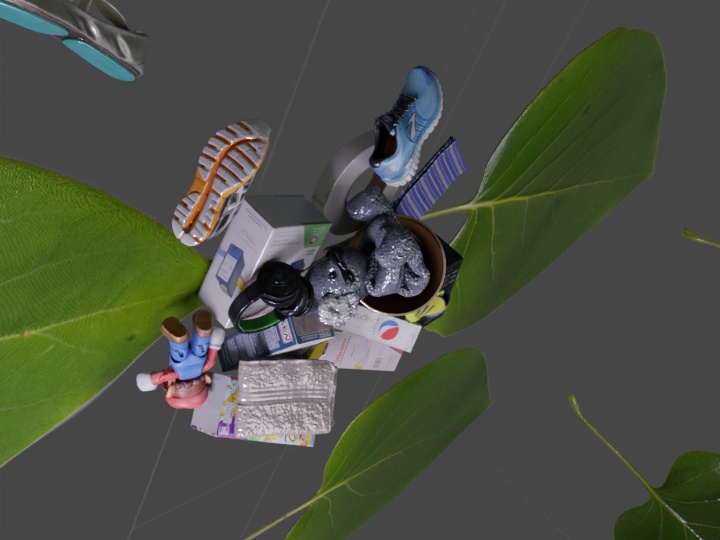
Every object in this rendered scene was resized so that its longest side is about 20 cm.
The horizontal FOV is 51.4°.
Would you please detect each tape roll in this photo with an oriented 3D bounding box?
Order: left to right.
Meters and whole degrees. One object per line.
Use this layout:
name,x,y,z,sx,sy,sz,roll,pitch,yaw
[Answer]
tape roll,0.000,-0.152,1.317,0.202,0.037,0.203,-37,153,-23

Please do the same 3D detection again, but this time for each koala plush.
koala plush,0.000,0.000,1.274,0.199,0.178,0.184,-31,135,-1

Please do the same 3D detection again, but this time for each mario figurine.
mario figurine,-0.297,0.143,1.236,0.106,0.123,0.201,-81,-174,-50

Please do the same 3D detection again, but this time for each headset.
headset,-0.107,0.040,1.152,0.200,0.094,0.124,-37,156,3

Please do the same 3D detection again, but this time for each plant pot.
plant pot,0.073,-0.024,1.459,0.187,0.186,0.200,-53,180,11

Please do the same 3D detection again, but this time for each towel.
towel,-0.124,0.218,1.286,0.199,0.034,0.134,5,89,-38
towel,0.141,-0.168,1.530,0.200,0.024,0.145,-48,155,-1

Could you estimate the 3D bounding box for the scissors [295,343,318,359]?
scissors,-0.110,0.164,1.373,0.073,0.014,0.200,4,143,-13

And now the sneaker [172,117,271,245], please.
sneaker,-0.186,-0.124,1.038,0.200,0.078,0.077,-52,168,15

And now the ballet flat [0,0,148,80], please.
ballet flat,-0.285,-0.249,0.730,0.200,0.067,0.064,20,83,-63

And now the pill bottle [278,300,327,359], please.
pill bottle,-0.112,0.112,1.423,0.111,0.111,0.201,-19,143,-45

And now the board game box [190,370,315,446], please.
board game box,-0.181,0.246,1.329,0.199,0.105,0.104,16,81,-37

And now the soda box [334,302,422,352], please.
soda box,0.021,0.103,1.537,0.199,0.068,0.064,20,101,-22

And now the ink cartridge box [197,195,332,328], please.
ink cartridge box,-0.155,-0.016,1.207,0.145,0.087,0.201,-8,136,-54

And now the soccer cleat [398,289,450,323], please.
soccer cleat,0.129,0.062,1.540,0.084,0.065,0.200,-42,162,17

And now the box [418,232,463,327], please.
box,0.129,0.037,1.701,0.148,0.104,0.201,-27,148,-36

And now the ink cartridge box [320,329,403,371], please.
ink cartridge box,-0.007,0.154,1.638,0.199,0.068,0.117,6,129,-20

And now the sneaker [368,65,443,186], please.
sneaker,0.071,-0.242,1.220,0.090,0.078,0.201,22,85,-48

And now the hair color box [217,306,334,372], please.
hair color box,-0.153,0.121,1.314,0.199,0.061,0.100,-22,171,37
